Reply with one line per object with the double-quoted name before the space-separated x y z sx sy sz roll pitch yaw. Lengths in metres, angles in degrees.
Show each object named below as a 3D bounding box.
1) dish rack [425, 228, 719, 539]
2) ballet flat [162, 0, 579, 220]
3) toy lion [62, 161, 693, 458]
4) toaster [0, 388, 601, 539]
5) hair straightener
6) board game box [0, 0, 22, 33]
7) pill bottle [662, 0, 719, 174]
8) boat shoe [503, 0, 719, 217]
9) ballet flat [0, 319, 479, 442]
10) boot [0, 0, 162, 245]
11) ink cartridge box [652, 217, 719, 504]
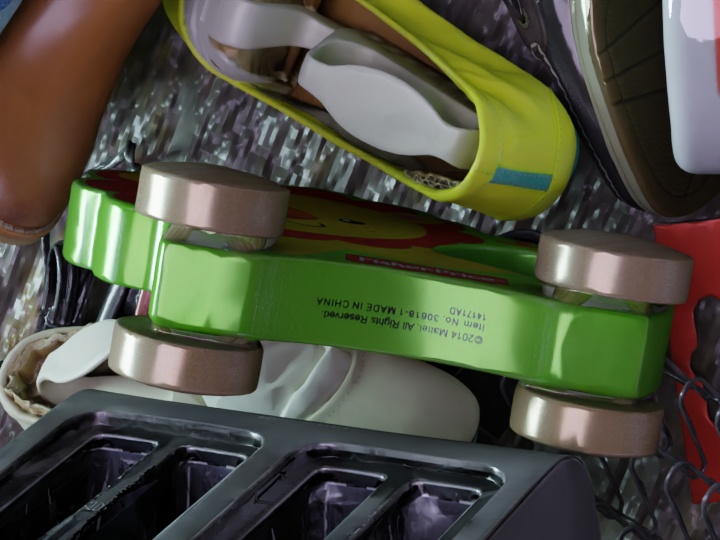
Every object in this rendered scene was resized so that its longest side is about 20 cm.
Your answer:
"dish rack" 0.079 0.089 0.906 0.200 0.055 0.154 31 78 41
"ballet flat" -0.012 -0.078 0.945 0.200 0.067 0.067 33 114 29
"toy lion" 0.000 0.000 0.888 0.199 0.192 0.069 9 98 0
"toaster" -0.042 0.124 0.790 0.180 0.200 0.119 6 115 28
"hair straightener" -0.117 0.043 1.046 0.077 0.041 0.201 18 105 18
"board game box" -0.202 -0.131 0.943 0.200 0.043 0.199 40 99 27
"pill bottle" 0.196 -0.089 0.851 0.199 0.111 0.112 -2 98 8
"boat shoe" 0.074 -0.115 0.933 0.066 0.072 0.202 -1 114 51
"ballet flat" -0.051 0.044 0.940 0.199 0.069 0.070 -2 98 40
"boot" -0.076 -0.115 0.929 0.154 0.073 0.201 -16 60 44
"ink cartridge box" 0.196 0.027 0.911 0.199 0.050 0.110 -7 97 22
